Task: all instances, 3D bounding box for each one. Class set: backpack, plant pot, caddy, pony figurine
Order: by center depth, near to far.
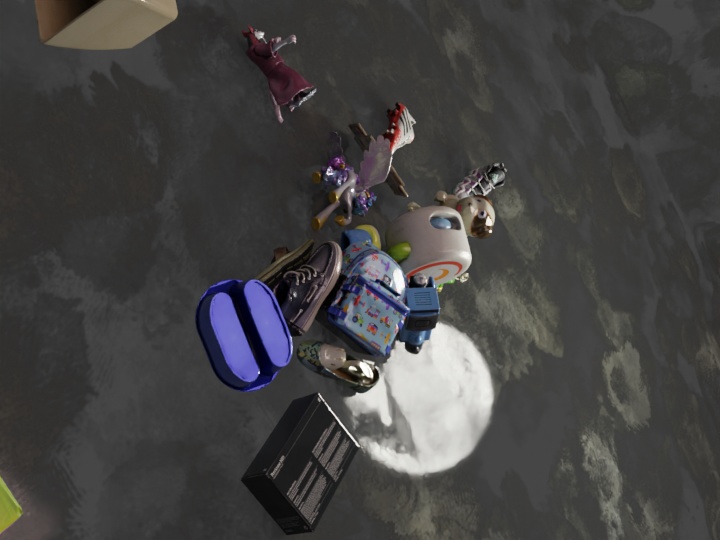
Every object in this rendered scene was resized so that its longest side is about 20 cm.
[{"bbox_3d":[-0.430,-0.494,1.396,0.176,0.197,0.204,8,65,-58],"label":"plant pot"},{"bbox_3d":[-0.206,0.111,1.425,0.140,0.105,0.203,-21,89,-28],"label":"caddy"},{"bbox_3d":[0.017,0.050,1.635,0.182,0.134,0.202,41,72,-28],"label":"backpack"},{"bbox_3d":[-0.028,-0.192,1.755,0.199,0.164,0.197,-30,127,-54],"label":"pony figurine"}]

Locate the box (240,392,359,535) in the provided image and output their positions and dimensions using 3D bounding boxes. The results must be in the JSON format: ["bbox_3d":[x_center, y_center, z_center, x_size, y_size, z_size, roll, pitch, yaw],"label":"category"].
[{"bbox_3d":[-0.103,0.343,1.449,0.142,0.078,0.201,56,41,-18],"label":"box"}]

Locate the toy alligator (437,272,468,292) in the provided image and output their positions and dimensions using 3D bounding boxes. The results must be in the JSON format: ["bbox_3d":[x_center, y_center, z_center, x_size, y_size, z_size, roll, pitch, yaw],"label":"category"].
[{"bbox_3d":[0.188,0.012,1.962,0.054,0.060,0.198,37,27,31],"label":"toy alligator"}]

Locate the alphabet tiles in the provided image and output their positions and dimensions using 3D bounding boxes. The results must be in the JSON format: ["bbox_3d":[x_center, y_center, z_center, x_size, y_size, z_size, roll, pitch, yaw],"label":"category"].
[{"bbox_3d":[0.039,-0.252,1.857,0.006,0.166,0.201,-37,106,-6],"label":"alphabet tiles"}]

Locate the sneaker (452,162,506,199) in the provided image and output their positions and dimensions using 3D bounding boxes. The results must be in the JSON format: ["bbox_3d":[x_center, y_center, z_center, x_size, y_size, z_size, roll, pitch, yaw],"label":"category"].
[{"bbox_3d":[0.332,-0.234,2.169,0.078,0.139,0.201,51,41,-18],"label":"sneaker"}]

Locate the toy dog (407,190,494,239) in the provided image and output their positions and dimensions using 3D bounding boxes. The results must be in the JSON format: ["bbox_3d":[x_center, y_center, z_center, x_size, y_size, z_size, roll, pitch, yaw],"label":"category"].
[{"bbox_3d":[0.229,-0.106,1.945,0.193,0.198,0.142,38,48,-30],"label":"toy dog"}]

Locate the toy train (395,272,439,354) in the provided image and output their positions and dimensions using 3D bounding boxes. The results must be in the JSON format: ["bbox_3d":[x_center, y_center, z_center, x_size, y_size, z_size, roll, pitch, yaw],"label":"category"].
[{"bbox_3d":[0.118,0.096,1.738,0.085,0.202,0.116,0,51,-6],"label":"toy train"}]

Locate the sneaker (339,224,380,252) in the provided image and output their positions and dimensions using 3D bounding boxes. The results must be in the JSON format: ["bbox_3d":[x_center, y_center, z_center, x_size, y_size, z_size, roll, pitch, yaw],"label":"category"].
[{"bbox_3d":[0.000,0.000,1.748,0.103,0.076,0.204,-1,69,-32],"label":"sneaker"}]

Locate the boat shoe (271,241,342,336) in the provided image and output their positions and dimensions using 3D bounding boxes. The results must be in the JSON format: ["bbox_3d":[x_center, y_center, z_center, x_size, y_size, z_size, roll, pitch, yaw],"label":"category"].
[{"bbox_3d":[-0.106,0.019,1.550,0.093,0.074,0.203,43,64,-50],"label":"boat shoe"}]

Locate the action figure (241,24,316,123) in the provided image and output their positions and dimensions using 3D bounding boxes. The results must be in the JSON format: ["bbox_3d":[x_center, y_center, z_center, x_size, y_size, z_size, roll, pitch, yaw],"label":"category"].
[{"bbox_3d":[-0.189,-0.431,1.730,0.200,0.134,0.149,45,86,-7],"label":"action figure"}]

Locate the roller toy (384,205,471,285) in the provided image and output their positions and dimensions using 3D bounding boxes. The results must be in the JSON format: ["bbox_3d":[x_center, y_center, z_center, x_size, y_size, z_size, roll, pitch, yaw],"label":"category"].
[{"bbox_3d":[0.148,-0.055,1.803,0.200,0.179,0.142,52,24,-67],"label":"roller toy"}]

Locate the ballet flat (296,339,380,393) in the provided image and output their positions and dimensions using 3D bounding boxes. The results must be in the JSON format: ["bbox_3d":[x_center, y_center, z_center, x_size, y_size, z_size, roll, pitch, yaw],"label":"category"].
[{"bbox_3d":[-0.037,0.183,1.609,0.198,0.074,0.076,29,52,-37],"label":"ballet flat"}]

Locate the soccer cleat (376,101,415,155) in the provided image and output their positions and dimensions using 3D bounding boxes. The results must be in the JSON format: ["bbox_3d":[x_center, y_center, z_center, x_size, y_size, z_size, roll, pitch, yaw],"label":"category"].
[{"bbox_3d":[0.093,-0.332,2.004,0.085,0.068,0.202,39,42,-24],"label":"soccer cleat"}]

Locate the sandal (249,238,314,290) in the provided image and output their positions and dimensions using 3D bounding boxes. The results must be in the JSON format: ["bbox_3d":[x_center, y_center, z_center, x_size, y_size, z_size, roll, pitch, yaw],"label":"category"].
[{"bbox_3d":[-0.156,-0.015,1.566,0.057,0.081,0.200,38,42,18],"label":"sandal"}]

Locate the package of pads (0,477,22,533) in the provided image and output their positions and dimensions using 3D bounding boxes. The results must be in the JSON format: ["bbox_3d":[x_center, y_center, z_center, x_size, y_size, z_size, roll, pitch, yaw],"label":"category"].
[{"bbox_3d":[-0.533,0.270,0.999,0.202,0.068,0.154,60,40,-10],"label":"package of pads"}]
